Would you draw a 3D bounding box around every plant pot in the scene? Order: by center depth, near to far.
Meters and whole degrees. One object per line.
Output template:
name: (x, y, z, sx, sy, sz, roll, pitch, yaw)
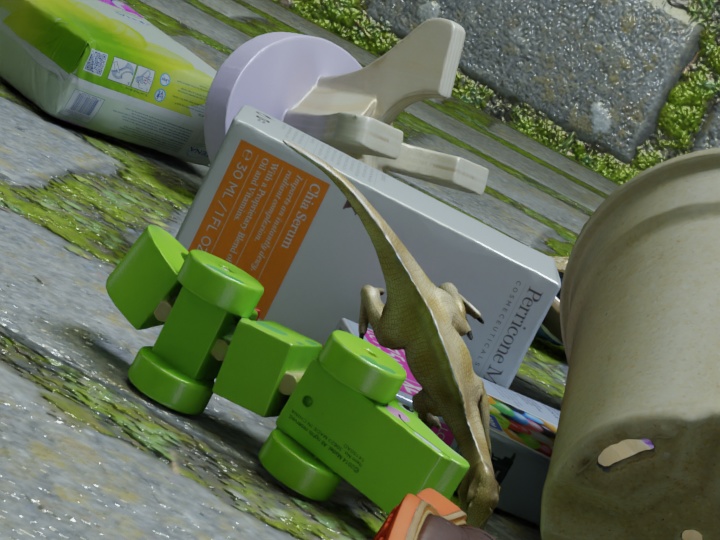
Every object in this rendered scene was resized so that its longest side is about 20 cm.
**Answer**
plant pot: (0.167, 0.074, 1.031, 0.199, 0.201, 0.184, 28, 35, 3)

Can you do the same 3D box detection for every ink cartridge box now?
ink cartridge box: (0.079, 0.093, 1.170, 0.199, 0.042, 0.119, 26, 10, -17)

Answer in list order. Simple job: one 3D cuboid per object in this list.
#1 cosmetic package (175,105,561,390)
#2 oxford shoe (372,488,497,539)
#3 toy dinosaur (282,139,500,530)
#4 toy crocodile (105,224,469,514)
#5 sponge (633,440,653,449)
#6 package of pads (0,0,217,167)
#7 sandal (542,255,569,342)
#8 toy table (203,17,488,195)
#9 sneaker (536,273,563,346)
cosmetic package: (0.000, 0.000, 1.251, 0.199, 0.102, 0.071, 26, 10, -3)
oxford shoe: (0.030, 0.123, 0.789, 0.072, 0.071, 0.200, 33, 10, 7)
toy dinosaur: (0.029, 0.024, 1.036, 0.101, 0.058, 0.201, -176, -118, -88)
toy crocodile: (-0.036, 0.046, 1.007, 0.199, 0.068, 0.062, 31, 10, 23)
sponge: (0.215, 0.086, 1.248, 0.111, 0.030, 0.200, 11, 4, 13)
package of pads: (-0.192, -0.150, 1.617, 0.154, 0.069, 0.200, 17, 15, -42)
sandal: (0.169, 0.036, 1.426, 0.212, 0.070, 0.078, 47, -6, 5)
toy table: (-0.004, -0.085, 1.535, 0.116, 0.185, 0.200, 13, 10, 30)
sneaker: (0.183, 0.047, 1.621, 0.199, 0.078, 0.076, 13, 34, 17)
